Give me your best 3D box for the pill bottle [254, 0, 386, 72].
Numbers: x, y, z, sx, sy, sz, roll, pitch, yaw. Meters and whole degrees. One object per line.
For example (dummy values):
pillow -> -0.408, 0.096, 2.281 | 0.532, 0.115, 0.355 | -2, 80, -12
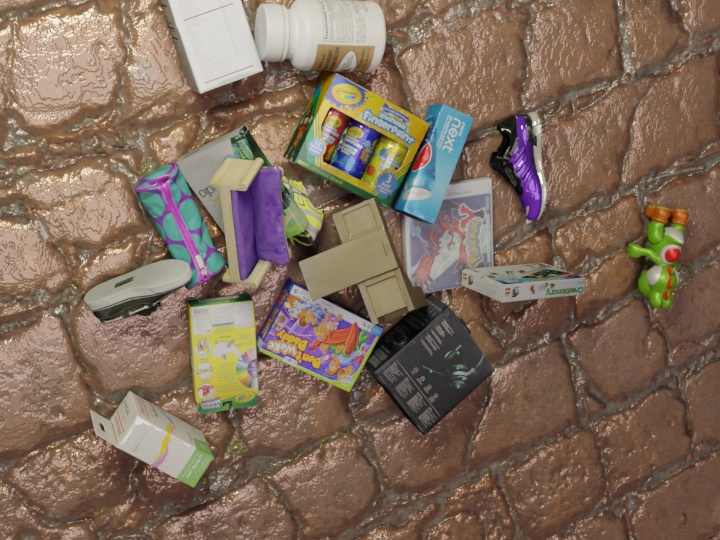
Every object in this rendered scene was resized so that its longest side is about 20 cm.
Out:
pill bottle -> -0.068, -0.385, 1.617 | 0.197, 0.114, 0.116 | -2, 106, -20

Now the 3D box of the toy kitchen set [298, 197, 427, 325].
toy kitchen set -> 0.000, 0.000, 1.761 | 0.161, 0.180, 0.202 | -21, 86, 11

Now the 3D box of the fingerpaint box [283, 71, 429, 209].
fingerpaint box -> -0.006, -0.224, 1.708 | 0.198, 0.073, 0.168 | 25, 96, -25

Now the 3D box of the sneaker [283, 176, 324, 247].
sneaker -> -0.142, -0.132, 1.696 | 0.200, 0.075, 0.077 | 50, 53, -21

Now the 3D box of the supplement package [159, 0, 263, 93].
supplement package -> -0.243, -0.396, 1.550 | 0.113, 0.109, 0.202 | -22, 112, -13

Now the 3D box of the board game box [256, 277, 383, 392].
board game box -> -0.075, 0.119, 1.794 | 0.199, 0.045, 0.136 | 27, 95, -25

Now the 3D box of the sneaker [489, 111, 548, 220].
sneaker -> 0.287, -0.188, 1.837 | 0.098, 0.070, 0.203 | -10, 104, -10

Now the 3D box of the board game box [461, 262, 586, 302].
board game box -> 0.305, 0.021, 1.846 | 0.198, 0.126, 0.035 | -4, 106, -30

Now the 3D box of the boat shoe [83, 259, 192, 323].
boat shoe -> -0.356, 0.037, 1.627 | 0.198, 0.071, 0.064 | -15, 124, 20

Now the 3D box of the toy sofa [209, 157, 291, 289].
toy sofa -> -0.175, -0.075, 1.594 | 0.096, 0.083, 0.202 | 8, 126, 13

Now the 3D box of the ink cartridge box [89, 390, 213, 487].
ink cartridge box -> -0.358, 0.279, 1.693 | 0.199, 0.117, 0.068 | 35, 91, -26

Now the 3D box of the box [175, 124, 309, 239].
box -> -0.195, -0.127, 1.639 | 0.143, 0.036, 0.201 | -20, 118, 31

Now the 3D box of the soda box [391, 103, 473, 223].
soda box -> 0.127, -0.189, 1.758 | 0.067, 0.064, 0.202 | 21, 89, -20

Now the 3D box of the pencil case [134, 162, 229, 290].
pencil case -> -0.295, -0.073, 1.632 | 0.084, 0.092, 0.202 | -29, 112, -11

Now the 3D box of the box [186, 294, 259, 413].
box -> -0.240, 0.148, 1.738 | 0.116, 0.048, 0.203 | -5, 105, -16

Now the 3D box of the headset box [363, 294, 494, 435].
headset box -> 0.130, 0.171, 1.859 | 0.200, 0.093, 0.175 | -41, 114, -6

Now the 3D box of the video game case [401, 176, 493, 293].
video game case -> 0.164, -0.064, 1.845 | 0.180, 0.023, 0.203 | -9, 108, -18

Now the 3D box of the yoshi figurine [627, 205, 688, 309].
yoshi figurine -> 0.600, -0.024, 1.997 | 0.112, 0.111, 0.203 | 9, 87, -63
